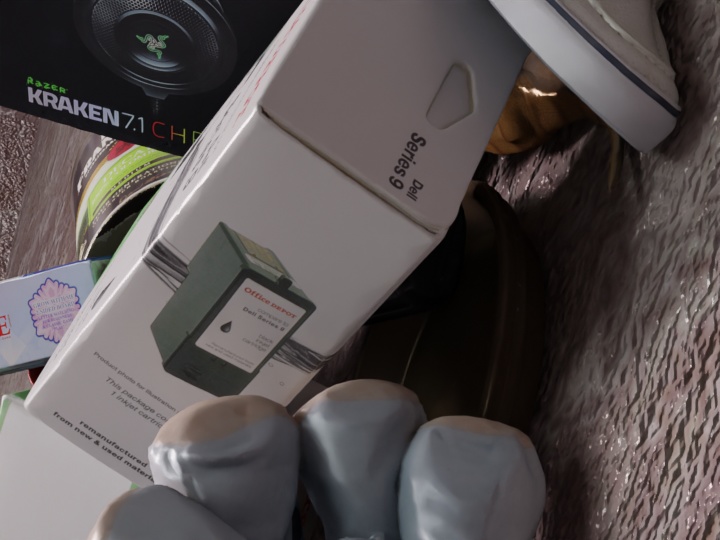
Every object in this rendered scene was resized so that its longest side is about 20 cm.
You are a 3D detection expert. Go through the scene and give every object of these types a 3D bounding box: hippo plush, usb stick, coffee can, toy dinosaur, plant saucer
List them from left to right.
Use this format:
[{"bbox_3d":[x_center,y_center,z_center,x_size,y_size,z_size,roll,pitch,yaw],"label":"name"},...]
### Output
[{"bbox_3d":[-0.100,-0.018,1.184,0.200,0.146,0.147,-116,44,-68],"label":"coffee can"},{"bbox_3d":[0.000,0.000,0.887,0.200,0.033,0.056,162,124,-70],"label":"usb stick"},{"bbox_3d":[0.001,0.148,0.707,0.159,0.200,0.161,-35,-38,-38],"label":"hippo plush"},{"bbox_3d":[0.032,0.060,0.836,0.200,0.029,0.200,-164,90,-76],"label":"plant saucer"},{"bbox_3d":[0.073,-0.076,0.815,0.200,0.060,0.106,-4,81,63],"label":"toy dinosaur"}]

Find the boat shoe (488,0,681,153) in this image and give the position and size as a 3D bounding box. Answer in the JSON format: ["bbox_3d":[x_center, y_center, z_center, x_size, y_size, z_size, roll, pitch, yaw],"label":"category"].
[{"bbox_3d":[0.088,-0.129,0.746,0.086,0.075,0.202,-42,37,15],"label":"boat shoe"}]

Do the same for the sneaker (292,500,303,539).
[{"bbox_3d":[-0.046,0.165,0.865,0.082,0.074,0.200,37,139,34],"label":"sneaker"}]

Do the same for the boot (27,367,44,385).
[{"bbox_3d":[-0.142,0.062,1.258,0.200,0.144,0.073,-132,58,-75],"label":"boot"}]

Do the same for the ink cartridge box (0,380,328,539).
[{"bbox_3d":[-0.100,0.125,0.941,0.200,0.087,0.146,-12,-58,-65],"label":"ink cartridge box"}]

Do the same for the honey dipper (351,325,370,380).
[{"bbox_3d":[0.011,0.024,0.948,0.038,0.038,0.200,-110,35,-67],"label":"honey dipper"}]

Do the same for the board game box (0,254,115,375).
[{"bbox_3d":[-0.156,0.026,0.970,0.200,0.199,0.041,-10,-93,-65],"label":"board game box"}]

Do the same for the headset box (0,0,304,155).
[{"bbox_3d":[-0.076,-0.153,0.853,0.200,0.174,0.093,97,-169,-50],"label":"headset box"}]

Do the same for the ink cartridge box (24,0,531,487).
[{"bbox_3d":[-0.033,-0.021,0.773,0.200,0.084,0.146,-48,12,40],"label":"ink cartridge box"}]
